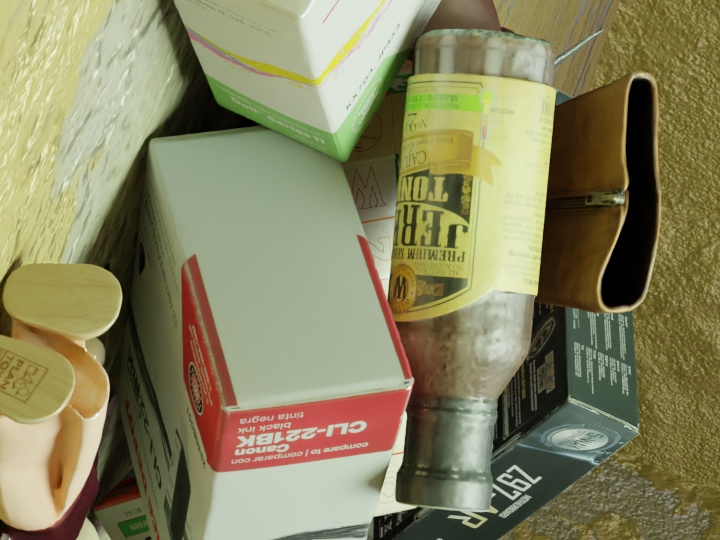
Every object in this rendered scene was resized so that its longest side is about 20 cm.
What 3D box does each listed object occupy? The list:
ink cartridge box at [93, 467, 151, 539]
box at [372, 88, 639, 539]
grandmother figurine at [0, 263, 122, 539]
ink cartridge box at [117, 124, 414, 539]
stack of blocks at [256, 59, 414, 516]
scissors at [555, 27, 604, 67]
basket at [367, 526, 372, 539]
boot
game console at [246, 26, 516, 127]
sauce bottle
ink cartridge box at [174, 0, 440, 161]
[{"bbox_3d":[-0.071,0.111,1.206,0.109,0.050,0.200,-19,-164,35],"label":"ink cartridge box"},{"bbox_3d":[0.068,0.032,1.189,0.160,0.044,0.200,-43,-147,39],"label":"box"},{"bbox_3d":[-0.126,0.084,0.940,0.121,0.061,0.200,-53,164,-30],"label":"grandmother figurine"},{"bbox_3d":[-0.048,0.054,1.049,0.200,0.084,0.144,103,-25,-52],"label":"ink cartridge box"},{"bbox_3d":[0.000,0.000,1.113,0.115,0.059,0.200,-142,-135,-63],"label":"stack of blocks"},{"bbox_3d":[0.041,-0.063,1.227,0.200,0.014,0.073,-31,154,-17],"label":"scissors"},{"bbox_3d":[-0.010,0.057,1.432,0.180,0.136,0.200,66,43,-73],"label":"basket"},{"bbox_3d":[0.070,-0.069,1.091,0.200,0.068,0.188,167,-68,-67],"label":"boot"},{"bbox_3d":[-0.007,-0.028,1.256,0.200,0.172,0.119,102,-14,-58],"label":"game console"},{"bbox_3d":[0.044,0.000,0.997,0.065,0.065,0.200,37,57,-83],"label":"sauce bottle"},{"bbox_3d":[-0.016,-0.134,0.927,0.117,0.067,0.200,-60,167,-12],"label":"ink cartridge box"}]
